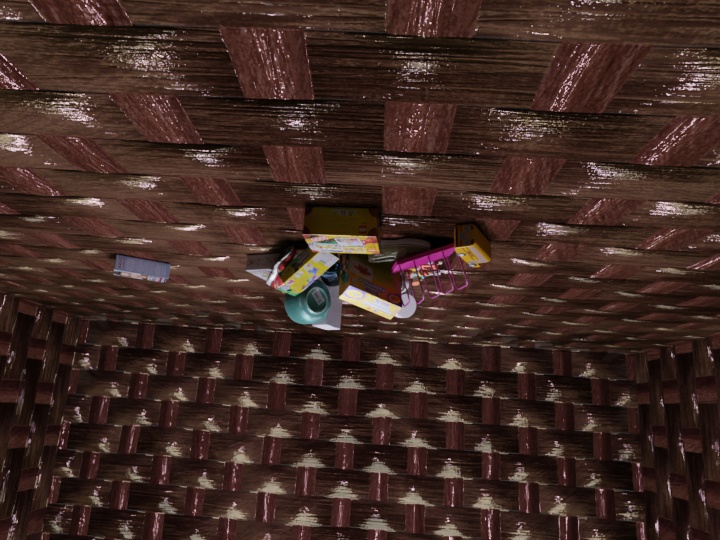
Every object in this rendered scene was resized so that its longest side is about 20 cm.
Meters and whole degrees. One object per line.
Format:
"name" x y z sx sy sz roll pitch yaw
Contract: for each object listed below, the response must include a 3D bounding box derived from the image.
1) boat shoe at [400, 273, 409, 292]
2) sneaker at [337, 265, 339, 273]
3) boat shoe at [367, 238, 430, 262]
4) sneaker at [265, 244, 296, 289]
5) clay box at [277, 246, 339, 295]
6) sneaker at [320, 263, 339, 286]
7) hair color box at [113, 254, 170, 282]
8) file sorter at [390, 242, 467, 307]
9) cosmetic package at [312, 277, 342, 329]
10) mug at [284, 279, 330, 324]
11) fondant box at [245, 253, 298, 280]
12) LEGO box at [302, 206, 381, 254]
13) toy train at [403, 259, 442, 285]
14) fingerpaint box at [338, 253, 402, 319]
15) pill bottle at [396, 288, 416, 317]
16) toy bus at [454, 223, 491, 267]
"boat shoe" 0.103 0.076 1.818 0.058 0.076 0.200 -10 160 -26
"sneaker" -0.001 0.000 1.775 0.193 0.084 0.114 -3 166 30
"boat shoe" 0.114 -0.055 1.575 0.192 0.065 0.072 -2 165 15
"sneaker" -0.238 -0.007 1.714 0.083 0.078 0.201 30 137 -7
"clay box" -0.171 -0.006 1.661 0.198 0.048 0.114 -39 152 12
"sneaker" -0.102 0.008 1.844 0.079 0.076 0.198 -4 163 31
"hair color box" -0.835 -0.005 2.016 0.193 0.063 0.098 12 164 -25
"file sorter" 0.204 0.018 1.566 0.193 0.130 0.139 -17 171 -7
"cosmetic package" -0.121 0.112 1.982 0.069 0.208 0.101 -6 163 30
"mug" -0.189 0.103 1.825 0.180 0.158 0.113 13 167 -32
"fondant box" -0.284 -0.012 1.852 0.193 0.061 0.144 -4 163 23
"LEGO box" -0.045 -0.105 1.403 0.192 0.080 0.149 2 165 7
"toy train" 0.214 0.009 1.803 0.144 0.058 0.200 1 164 14
"fingerpaint box" 0.030 0.035 1.634 0.195 0.171 0.073 23 135 -26
"pill bottle" 0.143 0.110 1.961 0.108 0.117 0.200 6 -172 -10
"toy bus" 0.315 -0.067 1.478 0.076 0.068 0.199 -7 162 28
